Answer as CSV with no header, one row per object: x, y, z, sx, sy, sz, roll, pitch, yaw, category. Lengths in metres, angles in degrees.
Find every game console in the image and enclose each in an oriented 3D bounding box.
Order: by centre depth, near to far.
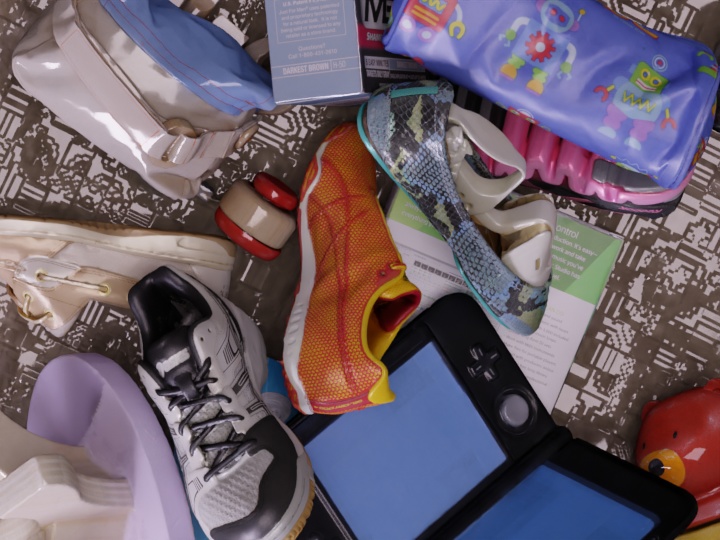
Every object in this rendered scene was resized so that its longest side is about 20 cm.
0.060,0.126,1.528,0.200,0.116,0.177,-38,99,-29,game console

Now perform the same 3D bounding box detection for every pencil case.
0.110,-0.124,1.503,0.199,0.078,0.087,27,93,-1,pencil case

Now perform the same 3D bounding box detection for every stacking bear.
0.227,0.168,1.626,0.113,0.121,0.201,-18,87,-39,stacking bear

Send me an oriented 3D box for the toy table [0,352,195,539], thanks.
-0.178,0.145,1.509,0.117,0.184,0.201,-2,56,-41,toy table

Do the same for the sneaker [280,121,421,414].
0.000,0.000,1.564,0.076,0.073,0.201,-4,56,10,sneaker

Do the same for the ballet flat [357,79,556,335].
0.074,-0.035,1.535,0.074,0.074,0.200,-43,129,-1,ballet flat

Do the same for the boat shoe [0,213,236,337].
-0.173,0.005,1.582,0.198,0.074,0.070,5,89,-7,boat shoe

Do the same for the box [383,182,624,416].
0.057,0.044,1.631,0.143,0.036,0.201,23,94,-8,box

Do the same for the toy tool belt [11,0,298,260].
-0.095,-0.110,1.556,0.199,0.125,0.123,36,99,-9,toy tool belt

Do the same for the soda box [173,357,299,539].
-0.069,0.157,1.566,0.067,0.064,0.202,-8,70,31,soda box

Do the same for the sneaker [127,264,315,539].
-0.088,0.078,1.488,0.075,0.201,0.088,-36,131,9,sneaker

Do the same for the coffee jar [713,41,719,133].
0.313,-0.094,1.609,0.199,0.104,0.086,18,96,-8,coffee jar

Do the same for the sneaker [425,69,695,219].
0.108,-0.075,1.604,0.199,0.095,0.080,20,81,17,sneaker

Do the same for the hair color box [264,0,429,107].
-0.013,-0.198,1.550,0.060,0.099,0.202,-6,90,25,hair color box
